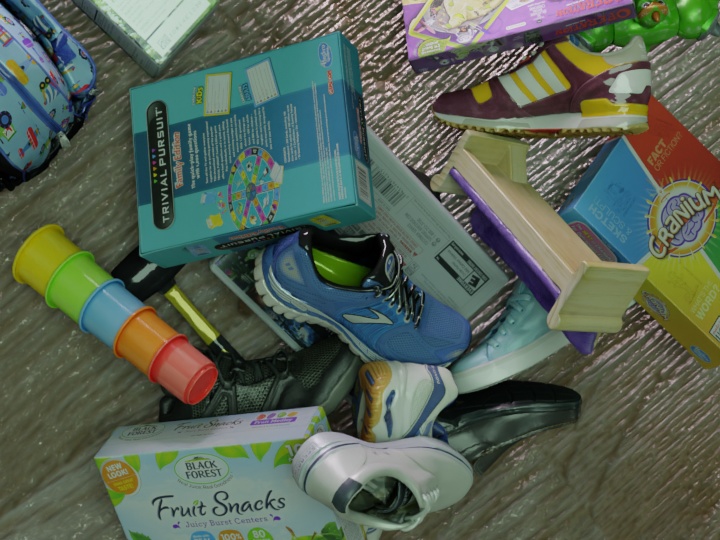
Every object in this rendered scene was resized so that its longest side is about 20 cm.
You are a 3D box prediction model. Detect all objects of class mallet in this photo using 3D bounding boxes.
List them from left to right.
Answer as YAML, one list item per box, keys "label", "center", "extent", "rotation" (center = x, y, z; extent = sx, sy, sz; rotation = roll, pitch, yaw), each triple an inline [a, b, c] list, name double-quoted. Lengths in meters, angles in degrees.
- label: "mallet"
  center: [-0.127, 0.048, 1.452]
  extent: [0.200, 0.041, 0.066]
  rotation: [43, 87, -12]

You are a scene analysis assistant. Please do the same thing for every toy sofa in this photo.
- label: "toy sofa"
  center: [0.143, -0.022, 1.407]
  extent: [0.082, 0.200, 0.098]
  rotation: [6, 125, -42]

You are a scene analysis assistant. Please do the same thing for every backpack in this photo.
- label: "backpack"
  center: [-0.300, -0.166, 1.333]
  extent: [0.134, 0.200, 0.183]
  rotation: [-43, 97, -6]

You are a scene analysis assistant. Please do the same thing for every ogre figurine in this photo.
- label: "ogre figurine"
  center: [0.248, -0.256, 1.484]
  extent: [0.198, 0.098, 0.122]
  rotation: [-3, 74, -24]

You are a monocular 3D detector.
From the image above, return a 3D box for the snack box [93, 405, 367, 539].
- label: "snack box"
  center: [-0.106, 0.193, 1.380]
  extent: [0.198, 0.053, 0.144]
  rotation: [-8, 114, 22]

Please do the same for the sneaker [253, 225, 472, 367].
- label: "sneaker"
  center: [0.013, 0.023, 1.369]
  extent: [0.198, 0.089, 0.079]
  rotation: [24, 51, -24]

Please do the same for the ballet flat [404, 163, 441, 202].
- label: "ballet flat"
  center: [-0.016, -0.095, 1.447]
  extent: [0.198, 0.068, 0.069]
  rotation: [24, 100, -9]

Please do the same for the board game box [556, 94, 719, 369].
- label: "board game box"
  center: [0.286, -0.035, 1.491]
  extent: [0.200, 0.040, 0.154]
  rotation: [42, 62, -9]

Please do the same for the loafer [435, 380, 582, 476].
- label: "loafer"
  center: [0.102, 0.146, 1.479]
  extent: [0.197, 0.073, 0.073]
  rotation: [-9, 102, 0]

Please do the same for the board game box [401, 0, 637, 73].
- label: "board game box"
  center: [0.132, -0.250, 1.432]
  extent: [0.197, 0.032, 0.121]
  rotation: [-12, 60, 14]

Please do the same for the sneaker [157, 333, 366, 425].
- label: "sneaker"
  center: [-0.093, 0.096, 1.408]
  extent: [0.198, 0.076, 0.115]
  rotation: [-32, 115, 13]

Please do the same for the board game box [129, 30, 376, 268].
- label: "board game box"
  center: [-0.092, -0.099, 1.382]
  extent: [0.198, 0.047, 0.153]
  rotation: [-12, 72, 20]

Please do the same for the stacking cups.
- label: "stacking cups"
  center: [-0.200, 0.039, 1.384]
  extent: [0.199, 0.061, 0.061]
  rotation: [35, 85, 18]

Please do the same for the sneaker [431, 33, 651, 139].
- label: "sneaker"
  center: [0.158, -0.163, 1.448]
  extent: [0.197, 0.075, 0.091]
  rotation: [2, 90, 22]

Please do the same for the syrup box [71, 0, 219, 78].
- label: "syrup box"
  center: [-0.219, -0.264, 1.405]
  extent: [0.200, 0.081, 0.079]
  rotation: [43, 82, -7]

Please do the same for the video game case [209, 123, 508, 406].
- label: "video game case"
  center: [0.000, 0.000, 1.433]
  extent: [0.182, 0.023, 0.200]
  rotation: [-42, 112, 8]

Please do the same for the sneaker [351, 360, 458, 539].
- label: "sneaker"
  center: [0.032, 0.165, 1.406]
  extent: [0.087, 0.076, 0.202]
  rotation: [0, 129, -18]

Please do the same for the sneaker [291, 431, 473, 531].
- label: "sneaker"
  center: [0.029, 0.177, 1.318]
  extent: [0.199, 0.071, 0.074]
  rotation: [10, 118, -47]

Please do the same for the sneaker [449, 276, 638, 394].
- label: "sneaker"
  center: [0.151, 0.038, 1.485]
  extent: [0.199, 0.074, 0.083]
  rotation: [-29, 88, -17]
